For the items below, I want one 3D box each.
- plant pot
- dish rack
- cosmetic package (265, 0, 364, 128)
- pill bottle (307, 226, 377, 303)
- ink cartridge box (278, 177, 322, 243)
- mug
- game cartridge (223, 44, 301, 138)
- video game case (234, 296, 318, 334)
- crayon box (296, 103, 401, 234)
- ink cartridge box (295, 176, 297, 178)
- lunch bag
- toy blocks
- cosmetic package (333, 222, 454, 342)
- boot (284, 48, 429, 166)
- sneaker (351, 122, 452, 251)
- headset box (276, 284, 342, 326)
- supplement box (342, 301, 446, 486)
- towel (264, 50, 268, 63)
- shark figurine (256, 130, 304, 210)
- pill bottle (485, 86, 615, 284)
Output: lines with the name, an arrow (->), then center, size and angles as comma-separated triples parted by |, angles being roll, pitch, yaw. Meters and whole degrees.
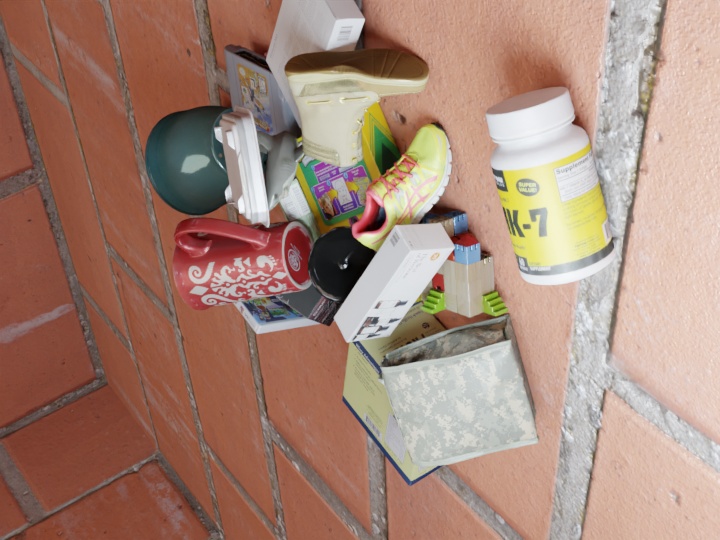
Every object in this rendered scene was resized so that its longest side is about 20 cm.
plant pot -> -0.265, -0.216, 1.853 | 0.187, 0.199, 0.202 | -11, 105, 50
dish rack -> -0.179, -0.155, 1.498 | 0.200, 0.043, 0.174 | -145, 47, -72
cosmetic package -> -0.070, -0.331, 1.454 | 0.152, 0.051, 0.201 | 61, 146, 29
pill bottle -> 0.000, 0.000, 1.540 | 0.112, 0.111, 0.200 | 57, -170, 14
ink cartridge box -> -0.102, -0.086, 1.713 | 0.200, 0.048, 0.147 | -124, 8, -80
mug -> -0.190, -0.013, 1.585 | 0.198, 0.177, 0.135 | -6, 84, 26
game cartridge -> -0.163, -0.291, 1.689 | 0.199, 0.041, 0.134 | 34, 135, 45
video game case -> -0.158, 0.039, 1.864 | 0.182, 0.199, 0.023 | 49, 126, 31
crayon box -> -0.015, -0.147, 1.548 | 0.199, 0.058, 0.174 | -16, 99, 53
ink cartridge box -> -0.050, -0.074, 1.733 | 0.199, 0.040, 0.201 | 31, 139, 48
lunch bag -> 0.136, 0.174, 1.418 | 0.118, 0.198, 0.166 | -72, -36, -70
toy blocks -> 0.118, -0.023, 1.423 | 0.199, 0.099, 0.138 | 20, 121, 50
cosmetic package -> 0.045, 0.019, 1.397 | 0.051, 0.082, 0.201 | 59, 136, 27
boot -> 0.002, -0.220, 1.387 | 0.197, 0.073, 0.157 | 1, 131, 12
sneaker -> 0.054, -0.111, 1.376 | 0.078, 0.090, 0.202 | 42, 112, 47
headset box -> -0.111, 0.020, 1.746 | 0.148, 0.075, 0.200 | 35, 180, 13
supplement box -> 0.083, 0.194, 1.620 | 0.200, 0.133, 0.201 | 48, 151, 29
towel -> -0.094, -0.265, 1.658 | 0.200, 0.030, 0.148 | 38, 143, 40
shark figurine -> -0.136, -0.189, 1.529 | 0.129, 0.089, 0.215 | -60, 18, 17
pill bottle -> 0.212, -0.096, 1.137 | 0.114, 0.114, 0.202 | 11, 123, 59
